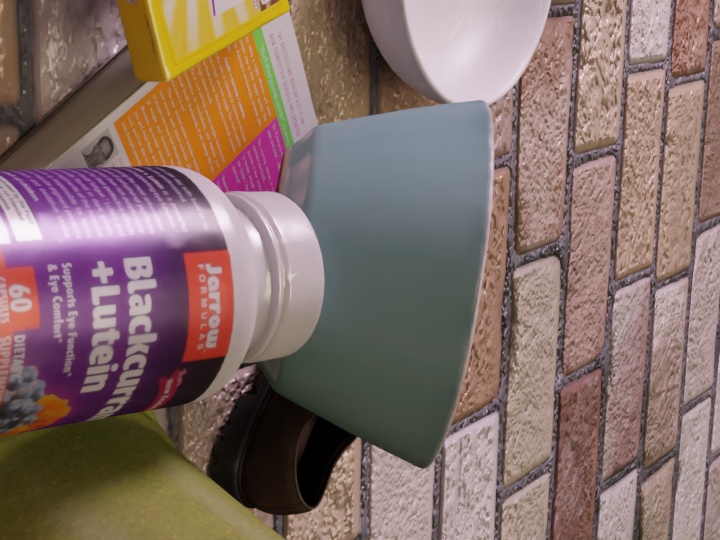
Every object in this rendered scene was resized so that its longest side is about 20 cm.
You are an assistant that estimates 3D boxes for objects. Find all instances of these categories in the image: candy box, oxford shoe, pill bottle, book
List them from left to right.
[{"bbox_3d":[-0.116,0.010,0.618,0.199,0.111,0.113,-7,105,-42],"label":"pill bottle"},{"bbox_3d":[-0.087,-0.200,0.644,0.102,0.026,0.202,-38,128,-42],"label":"candy box"},{"bbox_3d":[-0.099,-0.052,0.739,0.200,0.048,0.134,-50,137,-34],"label":"book"},{"bbox_3d":[-0.015,0.058,0.859,0.073,0.084,0.202,37,67,-51],"label":"oxford shoe"}]

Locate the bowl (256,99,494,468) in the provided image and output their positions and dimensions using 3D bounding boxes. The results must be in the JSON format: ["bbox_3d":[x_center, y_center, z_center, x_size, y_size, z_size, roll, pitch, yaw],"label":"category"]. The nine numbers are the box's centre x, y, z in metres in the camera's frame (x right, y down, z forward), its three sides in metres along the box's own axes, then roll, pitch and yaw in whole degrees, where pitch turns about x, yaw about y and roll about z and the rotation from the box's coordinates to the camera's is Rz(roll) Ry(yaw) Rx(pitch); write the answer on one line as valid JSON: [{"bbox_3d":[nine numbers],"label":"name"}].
[{"bbox_3d":[0.000,0.000,0.749,0.201,0.104,0.203,-172,-90,-85],"label":"bowl"}]

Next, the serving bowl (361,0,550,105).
[{"bbox_3d":[0.056,-0.208,0.904,0.199,0.065,0.202,-19,114,-52],"label":"serving bowl"}]

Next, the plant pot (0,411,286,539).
[{"bbox_3d":[-0.107,0.162,0.637,0.200,0.183,0.202,-25,124,-43],"label":"plant pot"}]
